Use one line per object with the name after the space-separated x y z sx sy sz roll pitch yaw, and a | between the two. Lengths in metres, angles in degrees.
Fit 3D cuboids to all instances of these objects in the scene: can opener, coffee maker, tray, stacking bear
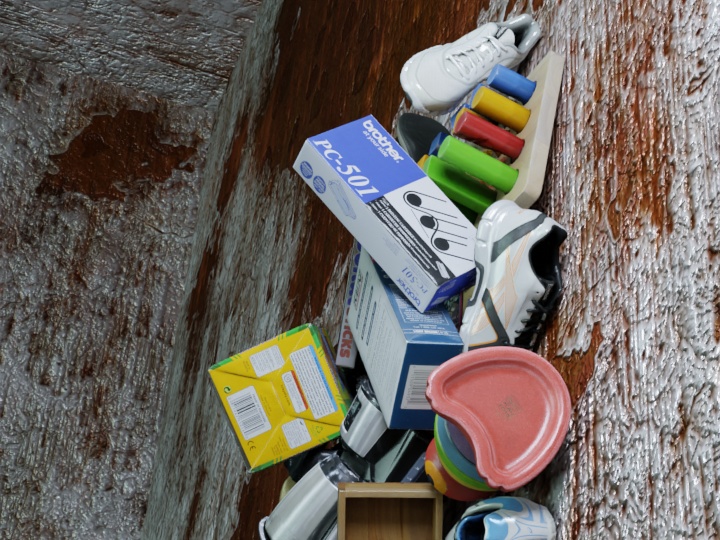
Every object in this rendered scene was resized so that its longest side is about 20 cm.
-0.030 0.219 1.664 0.200 0.078 0.064 122 168 -69 | can opener
0.024 0.236 1.528 0.200 0.192 0.135 -52 34 8 | coffee maker
0.026 0.303 1.431 0.037 0.098 0.201 -121 32 -83 | tray
0.111 0.152 1.352 0.122 0.114 0.200 54 160 14 | stacking bear

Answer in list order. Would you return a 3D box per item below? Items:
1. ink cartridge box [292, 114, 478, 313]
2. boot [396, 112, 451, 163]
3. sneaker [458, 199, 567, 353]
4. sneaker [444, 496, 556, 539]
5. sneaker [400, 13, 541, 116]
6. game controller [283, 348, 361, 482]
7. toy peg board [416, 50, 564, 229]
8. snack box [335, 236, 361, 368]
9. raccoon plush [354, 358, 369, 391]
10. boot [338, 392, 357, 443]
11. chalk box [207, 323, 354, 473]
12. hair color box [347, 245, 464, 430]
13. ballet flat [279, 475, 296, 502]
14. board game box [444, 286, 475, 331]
0.034 -0.058 1.463 0.200 0.094 0.044 49 138 19 | ink cartridge box
0.062 -0.093 1.873 0.204 0.073 0.154 -98 24 -57 | boot
0.144 0.038 1.412 0.080 0.074 0.201 13 102 42 | sneaker
0.108 0.237 1.344 0.200 0.072 0.072 137 144 -67 | sneaker
0.120 -0.228 1.625 0.200 0.075 0.081 -33 -1 -41 | sneaker
-0.038 0.157 1.788 0.104 0.042 0.200 -77 14 -62 | game controller
0.109 -0.119 1.566 0.200 0.098 0.200 -48 21 49 | toy peg board
0.000 0.000 1.626 0.072 0.024 0.201 -80 -1 -74 | snack box
0.060 0.055 1.685 0.200 0.096 0.134 -96 30 -56 | raccoon plush
0.021 0.201 1.730 0.155 0.072 0.201 152 131 -69 | boot
-0.075 0.140 1.659 0.200 0.123 0.125 32 -146 -84 | chalk box
0.041 0.060 1.484 0.200 0.060 0.100 -113 31 -58 | hair color box
-0.056 0.346 1.831 0.063 0.068 0.201 -151 52 -66 | ballet flat
0.124 0.028 1.576 0.200 0.034 0.136 -177 102 -76 | board game box
